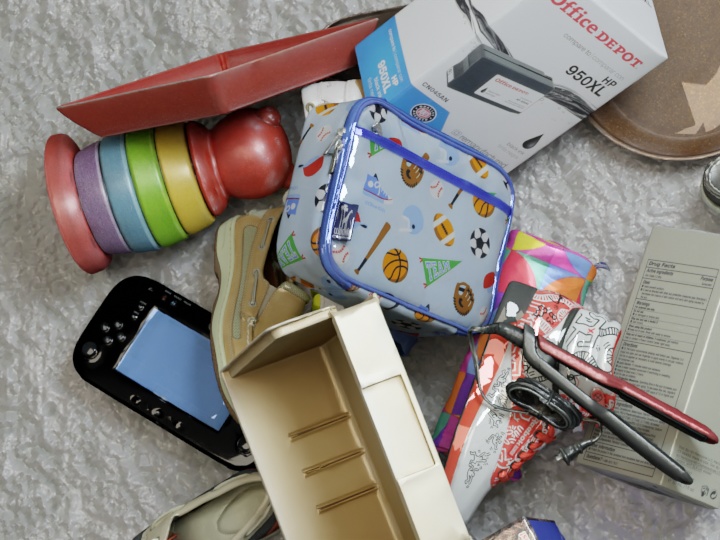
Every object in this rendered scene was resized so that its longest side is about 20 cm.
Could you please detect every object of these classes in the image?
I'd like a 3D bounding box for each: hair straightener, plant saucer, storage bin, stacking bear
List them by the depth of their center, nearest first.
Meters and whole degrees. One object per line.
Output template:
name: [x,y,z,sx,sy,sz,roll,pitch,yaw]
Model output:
hair straightener: [0.160,0.103,1.579,0.199,0.041,0.077,31,83,4]
storage bin: [-0.011,0.137,1.605,0.093,0.199,0.201,-19,83,-17]
plant saucer: [-0.112,-0.153,1.744,0.199,0.199,0.037,-5,104,44]
plant saucer: [0.265,-0.183,1.749,0.199,0.037,0.202,-3,78,16]
stacking bear: [-0.153,-0.079,1.797,0.199,0.114,0.122,-17,104,5]

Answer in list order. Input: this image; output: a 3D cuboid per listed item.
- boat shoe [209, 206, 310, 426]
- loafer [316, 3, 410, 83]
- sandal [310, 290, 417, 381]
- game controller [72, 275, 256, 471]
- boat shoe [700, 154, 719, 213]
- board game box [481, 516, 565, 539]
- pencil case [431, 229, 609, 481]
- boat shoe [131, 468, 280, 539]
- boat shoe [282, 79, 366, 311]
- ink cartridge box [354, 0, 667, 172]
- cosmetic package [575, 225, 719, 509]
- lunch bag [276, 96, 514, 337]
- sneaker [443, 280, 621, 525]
boat shoe: [-0.077,0.033,1.752,0.076,0.072,0.201,-22,58,25]
loafer: [0.046,-0.196,1.794,0.199,0.071,0.073,-8,76,14]
sandal: [0.000,0.000,1.770,0.087,0.080,0.201,-3,79,-2]
game controller: [-0.144,0.085,1.803,0.199,0.042,0.105,29,87,18]
boat shoe: [0.356,-0.070,1.638,0.200,0.061,0.072,3,79,19]
board game box: [0.076,0.279,1.635,0.199,0.159,0.097,-31,77,7]
pencil case: [0.124,0.066,1.710,0.088,0.088,0.201,21,85,19]
boat shoe: [-0.142,0.227,1.762,0.199,0.063,0.071,-33,74,8]
boat shoe: [-0.027,-0.053,1.711,0.069,0.071,0.201,1,79,8]
ink cartridge box: [0.118,-0.173,1.691,0.200,0.144,0.085,-36,44,27]
cosmetic package: [0.251,0.073,1.658,0.105,0.071,0.201,12,81,55]
lunch bag: [0.029,-0.043,1.645,0.075,0.200,0.161,-1,69,47]
sneaker: [0.132,0.117,1.629,0.107,0.067,0.202,19,83,7]
